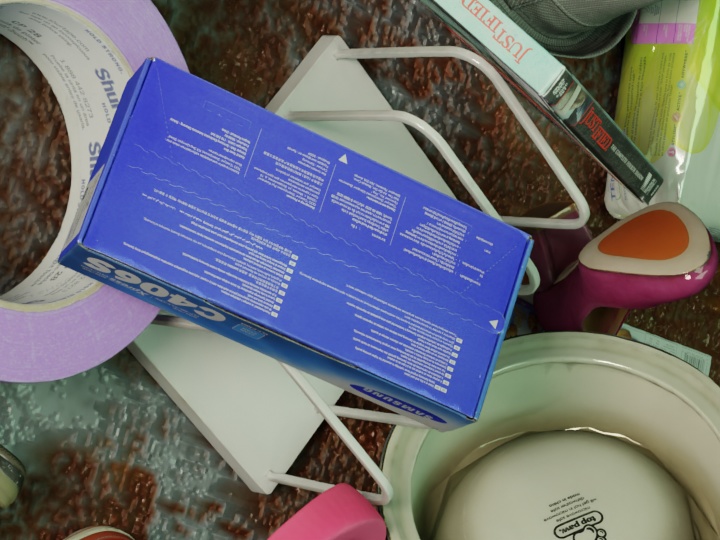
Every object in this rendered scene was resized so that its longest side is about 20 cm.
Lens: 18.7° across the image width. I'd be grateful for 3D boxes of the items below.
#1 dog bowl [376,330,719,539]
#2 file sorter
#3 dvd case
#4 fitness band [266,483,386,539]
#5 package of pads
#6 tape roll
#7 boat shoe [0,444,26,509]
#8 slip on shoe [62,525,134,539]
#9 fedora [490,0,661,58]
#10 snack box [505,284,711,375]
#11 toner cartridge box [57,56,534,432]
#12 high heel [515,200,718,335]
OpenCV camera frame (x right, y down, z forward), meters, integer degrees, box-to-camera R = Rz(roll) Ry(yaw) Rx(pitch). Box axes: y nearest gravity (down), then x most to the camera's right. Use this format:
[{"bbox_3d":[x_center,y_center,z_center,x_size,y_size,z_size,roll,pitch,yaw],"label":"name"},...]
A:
[{"bbox_3d":[0.107,0.130,1.110,0.200,0.199,0.074,-42,150,-29],"label":"dog bowl"},{"bbox_3d":[0.000,0.000,1.102,0.200,0.124,0.139,-53,123,-23],"label":"file sorter"},{"bbox_3d":[0.076,-0.108,1.102,0.022,0.146,0.200,-48,155,6],"label":"dvd case"},{"bbox_3d":[-0.064,0.183,1.049,0.200,0.037,0.143,-52,158,15],"label":"fitness band"},{"bbox_3d":[0.226,-0.117,1.321,0.154,0.068,0.202,9,87,-41],"label":"package of pads"},{"bbox_3d":[-0.165,-0.051,0.981,0.199,0.065,0.202,2,86,-43],"label":"tape roll"},{"bbox_3d":[-0.231,0.069,0.944,0.200,0.075,0.074,41,71,-34],"label":"boat shoe"},{"bbox_3d":[-0.168,0.196,1.015,0.200,0.061,0.074,-40,120,-25],"label":"slip on shoe"},{"bbox_3d":[0.123,-0.214,1.189,0.201,0.090,0.177,57,46,-27],"label":"fedora"},{"bbox_3d":[0.131,0.061,1.284,0.199,0.024,0.073,20,80,-40],"label":"snack box"},{"bbox_3d":[-0.027,-0.009,0.986,0.199,0.043,0.096,25,71,-15],"label":"toner cartridge box"},{"bbox_3d":[0.146,0.017,1.153,0.067,0.200,0.097,-27,104,-11],"label":"high heel"}]
